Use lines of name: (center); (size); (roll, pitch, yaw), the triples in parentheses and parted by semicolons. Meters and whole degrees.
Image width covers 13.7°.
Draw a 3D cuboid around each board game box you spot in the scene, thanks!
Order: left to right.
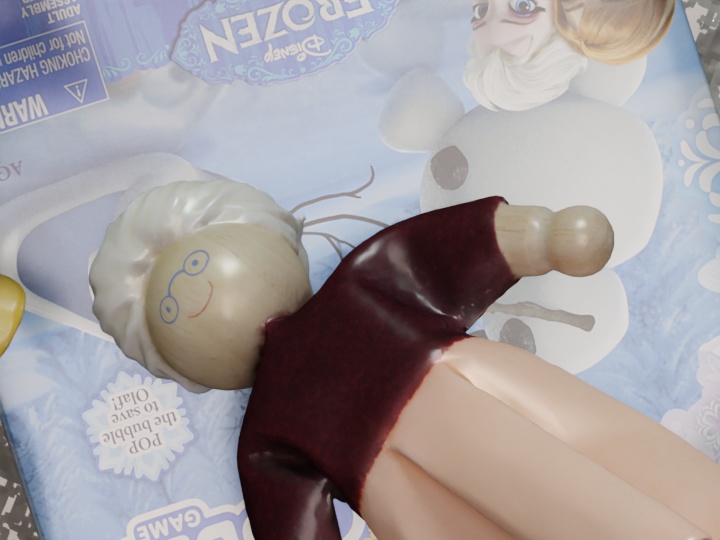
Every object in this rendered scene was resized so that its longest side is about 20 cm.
board game box: (0.000, 0.000, 0.774); (0.199, 0.043, 0.200); (-18, 91, -4)

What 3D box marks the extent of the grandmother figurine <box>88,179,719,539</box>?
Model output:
grandmother figurine: (0.015, 0.034, 0.683); (0.200, 0.061, 0.121); (31, 80, 33)

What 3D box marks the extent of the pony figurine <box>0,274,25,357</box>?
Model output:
pony figurine: (-0.196, -0.025, 0.706); (0.200, 0.193, 0.167); (27, 88, -23)
